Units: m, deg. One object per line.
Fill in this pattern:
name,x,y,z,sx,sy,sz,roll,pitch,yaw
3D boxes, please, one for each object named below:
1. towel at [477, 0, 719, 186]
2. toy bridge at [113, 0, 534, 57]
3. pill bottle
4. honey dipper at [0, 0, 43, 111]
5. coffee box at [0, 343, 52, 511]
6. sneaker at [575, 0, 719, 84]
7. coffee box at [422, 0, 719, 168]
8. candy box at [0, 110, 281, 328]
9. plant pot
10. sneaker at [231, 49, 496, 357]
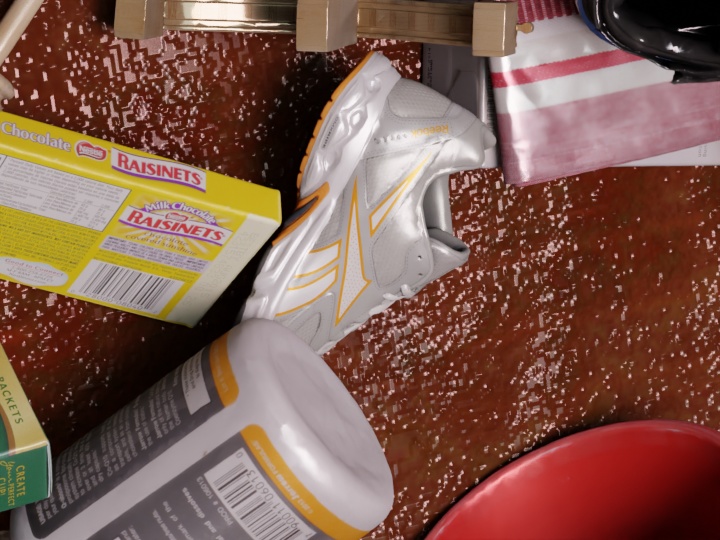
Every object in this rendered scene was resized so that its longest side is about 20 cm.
towel,0.122,-0.152,1.276,0.143,0.023,0.201,-12,101,-17
toy bridge,-0.015,-0.121,1.258,0.199,0.067,0.027,4,99,13
pill bottle,-0.093,0.121,1.233,0.200,0.116,0.116,-36,111,14
honey dipper,-0.151,-0.140,1.250,0.038,0.038,0.200,37,79,-22
coffee box,-0.253,0.076,1.189,0.199,0.123,0.044,-14,138,-19
sneaker,0.201,-0.131,1.204,0.199,0.111,0.077,-2,104,2
coffee box,0.137,-0.111,1.343,0.199,0.080,0.114,-2,97,-22
candy box,-0.148,-0.029,1.233,0.199,0.102,0.027,16,50,-24
plant pot,0.141,0.206,1.341,0.200,0.200,0.178,-36,119,-14
sneaker,0.000,0.000,1.274,0.092,0.076,0.201,24,107,4
